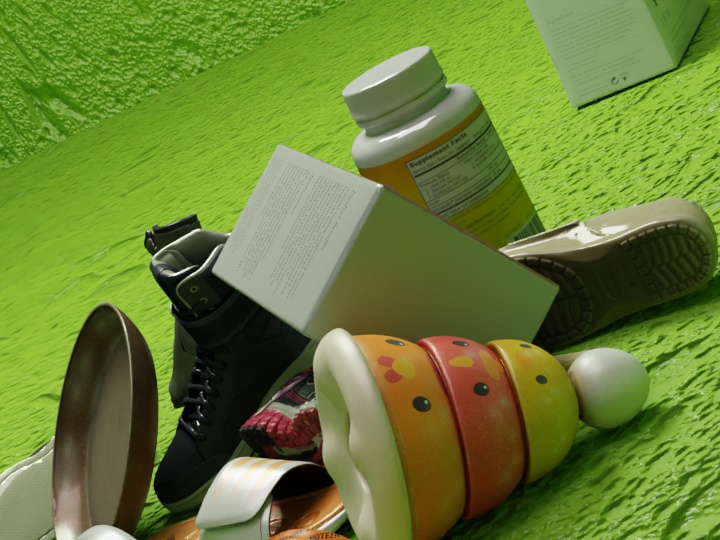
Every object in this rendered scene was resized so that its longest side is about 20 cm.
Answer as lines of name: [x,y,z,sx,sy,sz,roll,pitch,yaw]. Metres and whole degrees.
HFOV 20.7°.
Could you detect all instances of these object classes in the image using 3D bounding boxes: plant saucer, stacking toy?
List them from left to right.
plant saucer: [-0.187,0.125,1.451,0.032,0.202,0.200,7,1,-23]
stacking toy: [0.079,0.085,1.184,0.198,0.148,0.146,-15,12,-12]

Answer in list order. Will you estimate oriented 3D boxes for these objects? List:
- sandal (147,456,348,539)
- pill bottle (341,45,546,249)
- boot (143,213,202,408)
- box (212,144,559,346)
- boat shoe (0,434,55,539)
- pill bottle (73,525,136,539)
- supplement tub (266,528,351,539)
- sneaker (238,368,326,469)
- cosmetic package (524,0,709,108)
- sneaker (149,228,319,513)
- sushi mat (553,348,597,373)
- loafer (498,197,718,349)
sandal: [-0.089,0.162,1.315,0.205,0.060,0.079,-17,19,38]
pill bottle: [0.064,-0.067,1.518,0.109,0.201,0.109,-26,14,7]
boot: [-0.136,0.031,1.620,0.069,0.132,0.200,-24,-10,-25]
box: [0.012,0.006,1.325,0.107,0.152,0.200,-62,25,-1]
boat shoe: [-0.245,0.177,1.588,0.200,0.071,0.068,-49,-14,-37]
pill bottle: [-0.191,0.246,1.121,0.200,0.113,0.112,-37,17,-29]
supplement tub: [-0.052,0.217,0.937,0.122,0.123,0.200,-19,17,32]
sneaker: [-0.011,0.095,1.329,0.075,0.081,0.199,-52,23,-23]
cosmetic package: [0.246,-0.305,1.981,0.122,0.201,0.200,-21,17,27]
sneaker: [-0.120,0.065,1.442,0.203,0.146,0.077,-54,35,-5]
sushi mat: [0.073,0.092,1.340,0.096,0.012,0.199,-40,18,-35]
loafer: [0.163,0.000,1.372,0.199,0.076,0.068,-14,16,31]
